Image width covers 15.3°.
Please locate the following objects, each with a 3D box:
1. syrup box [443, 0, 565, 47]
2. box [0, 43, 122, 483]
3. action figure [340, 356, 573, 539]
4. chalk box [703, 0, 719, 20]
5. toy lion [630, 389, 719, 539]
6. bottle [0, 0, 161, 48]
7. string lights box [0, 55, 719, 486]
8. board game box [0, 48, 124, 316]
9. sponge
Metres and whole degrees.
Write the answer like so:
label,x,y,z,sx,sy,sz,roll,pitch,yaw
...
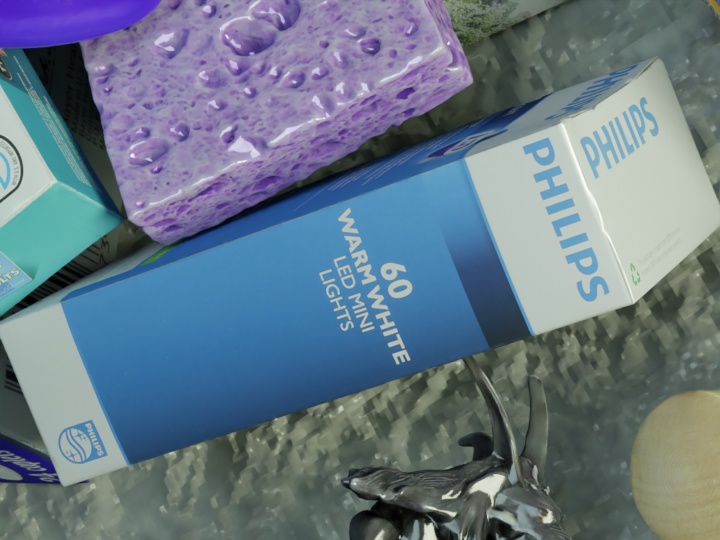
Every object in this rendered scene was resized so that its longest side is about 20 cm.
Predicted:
label,x,y,z,sx,sy,sz,roll,pitch,yaw
syrup box,0.007,-0.119,0.892,0.200,0.079,0.082,-24,65,16
box,-0.193,-0.025,0.941,0.200,0.105,0.184,-3,73,24
action figure,0.027,0.131,0.793,0.102,0.119,0.200,25,94,34
chalk box,0.160,-0.145,0.730,0.124,0.200,0.124,-29,67,-15
toy lion,0.193,0.085,0.721,0.192,0.069,0.200,-37,68,31
bottle,-0.124,-0.157,0.843,0.083,0.065,0.200,-9,52,-26
string lights box,0.000,0.000,0.827,0.200,0.103,0.059,-19,96,27
board game box,-0.194,-0.018,0.854,0.200,0.047,0.151,-38,64,10
sponge,-0.045,-0.116,0.848,0.111,0.030,0.200,-27,59,14
